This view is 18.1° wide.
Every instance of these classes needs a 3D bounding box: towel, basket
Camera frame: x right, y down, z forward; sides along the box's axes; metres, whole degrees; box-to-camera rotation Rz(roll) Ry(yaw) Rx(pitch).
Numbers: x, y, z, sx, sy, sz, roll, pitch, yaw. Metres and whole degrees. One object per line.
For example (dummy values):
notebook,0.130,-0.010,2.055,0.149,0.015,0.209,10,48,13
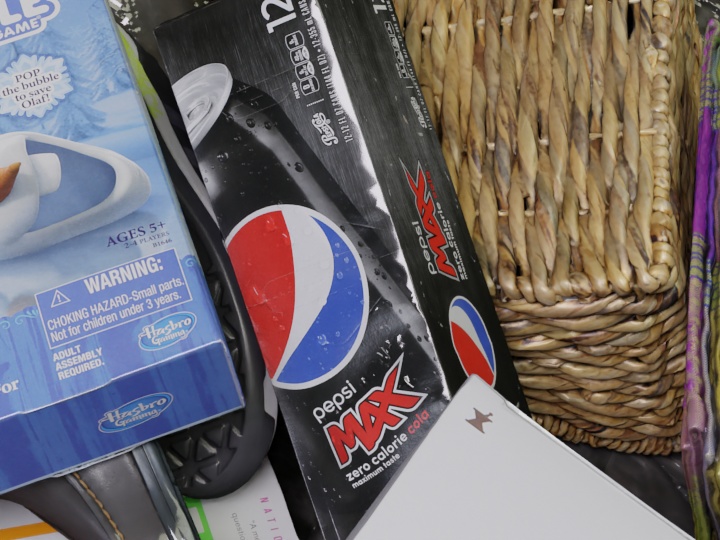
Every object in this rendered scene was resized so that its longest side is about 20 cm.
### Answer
towel,0.142,0.023,0.864,0.023,0.144,0.201,-1,55,14
basket,0.064,-0.039,0.902,0.141,0.149,0.202,-3,61,13

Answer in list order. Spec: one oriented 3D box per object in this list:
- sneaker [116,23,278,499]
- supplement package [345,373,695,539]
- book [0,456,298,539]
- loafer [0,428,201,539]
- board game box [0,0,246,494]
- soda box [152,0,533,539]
sneaker,-0.067,-0.014,0.820,0.083,0.071,0.201,13,51,-60
supplement package,0.059,0.161,0.644,0.199,0.111,0.156,36,43,5
book,-0.110,0.132,0.757,0.198,0.048,0.134,-8,62,-25
loafer,-0.120,0.054,0.749,0.072,0.073,0.200,-32,52,-20
board game box,-0.160,-0.011,0.732,0.198,0.044,0.200,-19,54,-5
soda box,0.000,0.000,0.769,0.071,0.063,0.202,-12,82,-66
